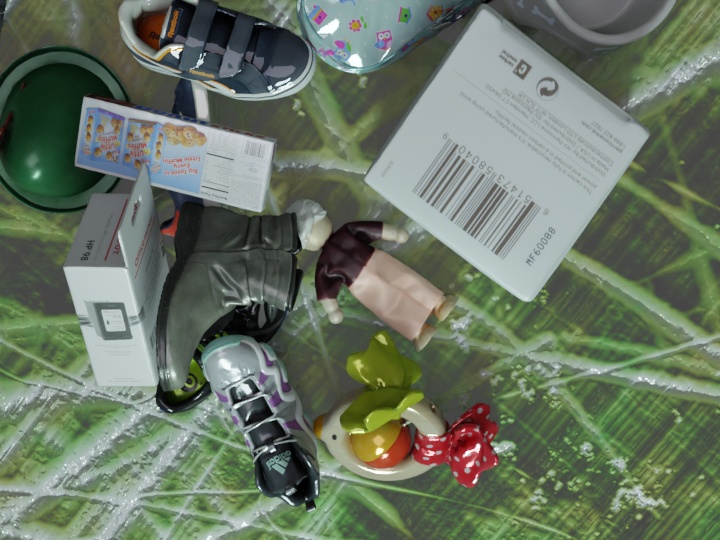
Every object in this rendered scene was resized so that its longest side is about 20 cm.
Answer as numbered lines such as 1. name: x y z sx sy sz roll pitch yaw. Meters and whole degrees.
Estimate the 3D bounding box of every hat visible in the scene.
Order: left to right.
1. hat: -0.329 -0.122 1.269 0.163 0.176 0.203 18 100 2

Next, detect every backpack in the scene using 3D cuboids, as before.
1. backpack: 0.027 -0.285 1.238 0.199 0.127 0.168 -37 98 13

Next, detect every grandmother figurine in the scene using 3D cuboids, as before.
1. grandmother figurine: 0.000 0.000 1.325 0.199 0.061 0.122 39 73 1

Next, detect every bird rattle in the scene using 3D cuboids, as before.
1. bird rattle: 0.044 0.161 1.327 0.162 0.114 0.199 -30 131 30

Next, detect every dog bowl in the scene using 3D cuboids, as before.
1. dog bowl: 0.224 -0.302 1.207 0.197 0.058 0.204 -3 97 -24

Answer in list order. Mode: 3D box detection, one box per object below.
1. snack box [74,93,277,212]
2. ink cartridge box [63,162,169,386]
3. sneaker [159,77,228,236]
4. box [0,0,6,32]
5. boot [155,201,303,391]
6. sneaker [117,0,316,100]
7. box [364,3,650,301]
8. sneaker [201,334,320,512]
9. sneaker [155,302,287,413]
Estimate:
1. snack box: -0.184 -0.117 1.265 0.197 0.024 0.073 14 107 6
2. ink cartridge box: -0.239 0.004 1.271 0.065 0.117 0.202 0 130 7
3. sneaker: -0.187 -0.129 1.307 0.083 0.075 0.204 -4 99 2
4. box: -0.388 -0.295 1.235 0.048 0.200 0.161 15 101 -1
5. boot: -0.124 0.024 1.240 0.128 0.068 0.203 8 66 1
6. sneaker: -0.143 -0.216 1.221 0.197 0.079 0.080 10 77 16
7. box: 0.138 -0.117 1.232 0.198 0.171 0.201 36 100 -2
8. sneaker: -0.089 0.165 1.277 0.077 0.141 0.201 -29 128 9
9. sneaker: -0.144 0.077 1.333 0.071 0.083 0.200 41 100 -3
